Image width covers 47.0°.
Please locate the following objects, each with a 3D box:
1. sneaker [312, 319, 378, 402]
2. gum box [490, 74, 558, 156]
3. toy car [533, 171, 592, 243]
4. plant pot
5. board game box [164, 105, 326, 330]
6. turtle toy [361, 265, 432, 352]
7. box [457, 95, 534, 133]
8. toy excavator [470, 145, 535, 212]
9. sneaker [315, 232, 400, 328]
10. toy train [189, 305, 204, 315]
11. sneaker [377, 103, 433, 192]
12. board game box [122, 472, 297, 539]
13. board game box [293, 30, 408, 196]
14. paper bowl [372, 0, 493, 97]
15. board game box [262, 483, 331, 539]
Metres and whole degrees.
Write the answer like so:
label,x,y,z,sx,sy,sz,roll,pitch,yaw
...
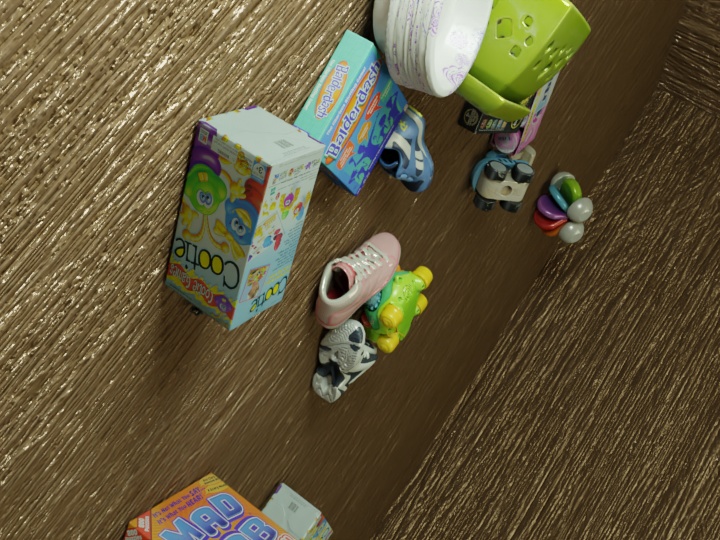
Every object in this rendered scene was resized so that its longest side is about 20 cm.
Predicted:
label,x,y,z,sx,sy,sz,roll,pitch,yaw
sneaker,-0.013,0.140,1.520,0.129,0.079,0.202,-41,154,-45
gum box,0.346,-0.349,1.737,0.113,0.065,0.203,-40,152,-47
toy car,0.603,-0.189,2.531,0.146,0.177,0.202,-10,140,-16
plant pot,0.195,-0.335,1.199,0.183,0.198,0.199,-58,162,18
board game box,-0.128,-0.059,0.904,0.104,0.102,0.203,-30,145,-54
turtle toy,0.054,0.072,1.556,0.146,0.100,0.202,-48,158,-35
box,0.275,-0.342,1.567,0.198,0.049,0.164,-13,129,-55
toy excavator,0.320,-0.225,1.820,0.190,0.202,0.101,3,130,-18
sneaker,0.000,0.000,1.353,0.201,0.075,0.105,-48,163,-21
toy train,-0.143,-0.009,1.044,0.200,0.034,0.046,-44,152,-40
sneaker,0.060,-0.174,1.268,0.083,0.073,0.201,-52,152,-15
board game box,-0.241,0.473,1.240,0.199,0.198,0.203,-17,135,-63
board game box,-0.011,-0.198,1.089,0.154,0.044,0.200,-60,160,0
paper bowl,0.088,-0.329,1.035,0.201,0.103,0.204,-49,151,-40
board game box,-0.137,0.535,1.714,0.104,0.104,0.201,-52,159,-19
